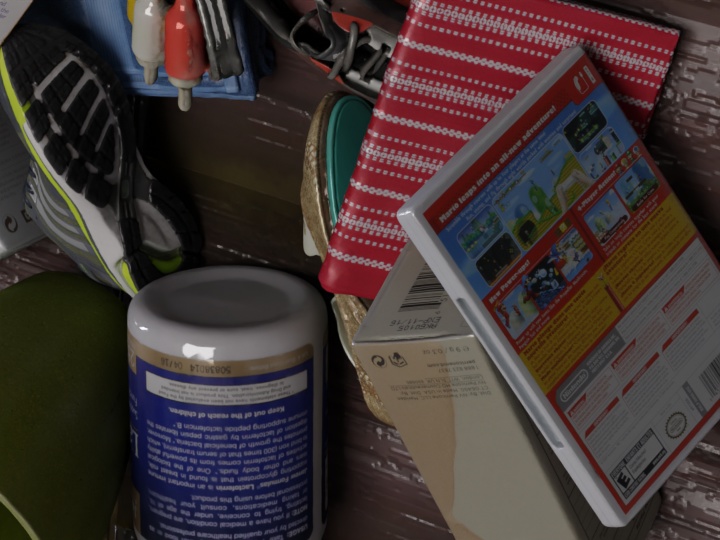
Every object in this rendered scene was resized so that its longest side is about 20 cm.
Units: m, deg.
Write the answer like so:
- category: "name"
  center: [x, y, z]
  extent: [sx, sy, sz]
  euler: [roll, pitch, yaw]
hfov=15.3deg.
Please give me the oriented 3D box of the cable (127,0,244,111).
- category: "cable"
  center: [-0.101, -0.173, 1.402]
  extent: [0.097, 0.050, 0.201]
  euler: [-126, 21, -44]

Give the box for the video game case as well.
- category: "video game case"
  center: [0.118, 0.008, 1.357]
  extent: [0.017, 0.143, 0.200]
  euler: [-9, 120, 56]

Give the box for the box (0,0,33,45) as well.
- category: "box"
  center: [-0.217, -0.182, 1.422]
  extent: [0.200, 0.119, 0.042]
  euler: [-50, 44, 26]

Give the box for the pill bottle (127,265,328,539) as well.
- category: "pill bottle"
  center: [-0.076, 0.108, 1.551]
  extent: [0.115, 0.116, 0.201]
  euler: [12, 114, 27]

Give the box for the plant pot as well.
- category: "plant pot"
  center: [-0.206, 0.097, 1.556]
  extent: [0.186, 0.200, 0.188]
  euler: [16, 133, 18]

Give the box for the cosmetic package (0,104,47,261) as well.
- category: "cosmetic package"
  center: [-0.270, -0.091, 1.618]
  extent: [0.101, 0.074, 0.201]
  euler: [-24, 93, 36]

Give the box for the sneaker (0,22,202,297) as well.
- category: "sneaker"
  center: [-0.168, -0.057, 1.541]
  extent: [0.081, 0.074, 0.201]
  euler: [7, 135, 37]

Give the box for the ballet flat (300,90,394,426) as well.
- category: "ballet flat"
  center: [0.000, 0.000, 1.497]
  extent: [0.065, 0.070, 0.201]
  euler: [-10, 100, 48]

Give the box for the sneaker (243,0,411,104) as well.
- category: "sneaker"
  center: [0.007, -0.114, 1.431]
  extent: [0.200, 0.082, 0.077]
  euler: [33, 121, 7]

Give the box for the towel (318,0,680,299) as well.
- category: "towel"
  center: [0.070, -0.058, 1.414]
  extent: [0.144, 0.023, 0.201]
  euler: [12, 120, -12]

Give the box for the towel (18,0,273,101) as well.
- category: "towel"
  center: [-0.145, -0.155, 1.532]
  extent: [0.199, 0.048, 0.112]
  euler: [4, 110, 30]

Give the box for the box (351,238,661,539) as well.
- category: "box"
  center: [0.081, 0.082, 1.423]
  extent: [0.077, 0.095, 0.201]
  euler: [-5, 126, 32]
